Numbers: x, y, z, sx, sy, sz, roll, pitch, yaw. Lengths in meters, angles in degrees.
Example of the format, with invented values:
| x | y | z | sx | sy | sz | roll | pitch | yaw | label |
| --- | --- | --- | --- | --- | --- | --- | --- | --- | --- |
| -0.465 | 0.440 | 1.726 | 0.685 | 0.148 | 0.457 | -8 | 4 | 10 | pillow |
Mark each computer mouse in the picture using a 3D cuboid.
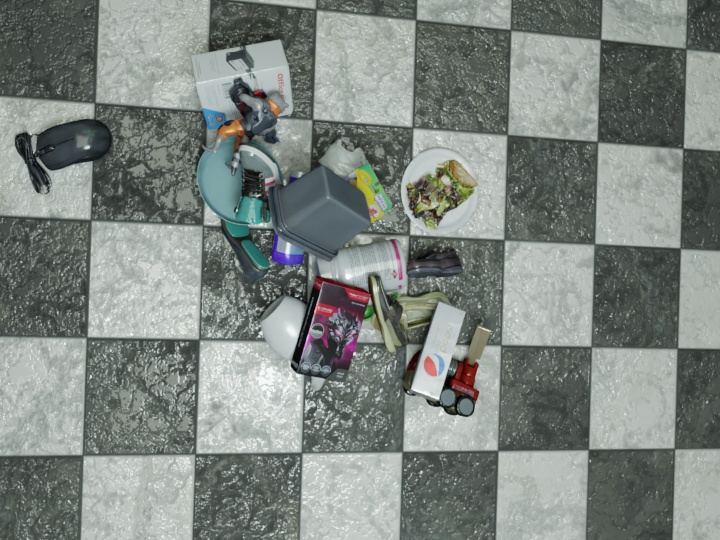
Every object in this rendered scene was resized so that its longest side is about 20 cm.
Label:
| x | y | z | sx | sy | sz | roll | pitch | yaw | label |
| --- | --- | --- | --- | --- | --- | --- | --- | --- | --- |
| -0.636 | -0.263 | 1.279 | 0.195 | 0.053 | 0.142 | -24 | 93 | -8 | computer mouse |

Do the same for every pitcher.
| x | y | z | sx | sy | sz | roll | pitch | yaw | label |
| --- | --- | --- | --- | --- | --- | --- | --- | --- | --- |
| -0.114 | 0.138 | 1.332 | 0.172 | 0.121 | 0.201 | -44 | 105 | -5 | pitcher |

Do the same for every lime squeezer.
| x | y | z | sx | sy | sz | roll | pitch | yaw | label |
| --- | --- | --- | --- | --- | --- | --- | --- | --- | --- |
| -0.001 | 0.092 | 1.365 | 0.195 | 0.071 | 0.039 | -6 | 61 | -34 | lime squeezer |

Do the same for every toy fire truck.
| x | y | z | sx | sy | sz | roll | pitch | yaw | label |
| --- | --- | --- | --- | --- | --- | --- | --- | --- | --- |
| 0.213 | 0.219 | 1.390 | 0.172 | 0.129 | 0.205 | 25 | 75 | -8 | toy fire truck |

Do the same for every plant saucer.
| x | y | z | sx | sy | sz | roll | pitch | yaw | label |
| --- | --- | --- | --- | --- | --- | --- | --- | --- | --- |
| -0.267 | -0.197 | 1.325 | 0.194 | 0.027 | 0.207 | 6 | 75 | -23 | plant saucer |

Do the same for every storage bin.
| x | y | z | sx | sy | sz | roll | pitch | yaw | label |
| --- | --- | --- | --- | --- | --- | --- | --- | --- | --- |
| -0.075 | -0.131 | 1.225 | 0.132 | 0.198 | 0.150 | -27 | 59 | 25 | storage bin |

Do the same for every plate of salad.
| x | y | z | sx | sy | sz | roll | pitch | yaw | label |
| --- | --- | --- | --- | --- | --- | --- | --- | --- | --- |
| 0.192 | -0.189 | 1.415 | 0.193 | 0.048 | 0.208 | 0 | 91 | -10 | plate of salad |

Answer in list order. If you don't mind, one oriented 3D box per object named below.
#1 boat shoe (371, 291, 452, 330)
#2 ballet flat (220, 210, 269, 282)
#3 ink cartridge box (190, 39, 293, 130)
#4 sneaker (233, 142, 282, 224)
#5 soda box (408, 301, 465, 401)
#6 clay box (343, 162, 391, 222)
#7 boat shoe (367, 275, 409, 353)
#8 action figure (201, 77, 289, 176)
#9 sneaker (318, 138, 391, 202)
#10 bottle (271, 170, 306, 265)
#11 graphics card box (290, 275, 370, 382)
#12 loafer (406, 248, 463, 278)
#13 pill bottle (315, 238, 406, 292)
| x | y | z | sx | sy | sz | roll | pitch | yaw | label |
| --- | --- | --- | --- | --- | --- | --- | --- | --- | --- |
| 0.122 | 0.105 | 1.385 | 0.194 | 0.064 | 0.075 | -10 | 124 | -13 | boat shoe |
| -0.270 | -0.057 | 1.319 | 0.072 | 0.073 | 0.202 | -31 | 68 | -7 | ballet flat |
| -0.252 | -0.400 | 1.287 | 0.193 | 0.146 | 0.086 | -13 | 64 | -9 | ink cartridge box |
| -0.222 | -0.162 | 1.226 | 0.081 | 0.201 | 0.124 | 15 | 70 | 14 | sneaker |
| 0.169 | 0.180 | 1.314 | 0.066 | 0.064 | 0.206 | 19 | 78 | 4 | soda box |
| -0.018 | -0.147 | 1.320 | 0.197 | 0.047 | 0.117 | -28 | 94 | 36 | clay box |
| 0.063 | 0.090 | 1.313 | 0.063 | 0.074 | 0.204 | -17 | 125 | -2 | boat shoe |
| -0.222 | -0.292 | 1.264 | 0.194 | 0.200 | 0.105 | -47 | 59 | 2 | action figure |
| 0.001 | -0.221 | 1.370 | 0.198 | 0.075 | 0.101 | 36 | 86 | -7 | sneaker |
| -0.149 | -0.118 | 1.330 | 0.063 | 0.083 | 0.207 | 13 | 96 | 21 | bottle |
| -0.064 | 0.127 | 1.267 | 0.122 | 0.051 | 0.206 | 16 | 95 | -29 | graphics card box |
| 0.166 | -0.019 | 1.367 | 0.197 | 0.071 | 0.065 | 1 | 75 | -49 | loafer |
| 0.000 | 0.000 | 1.351 | 0.193 | 0.113 | 0.118 | -10 | 91 | -9 | pill bottle |
